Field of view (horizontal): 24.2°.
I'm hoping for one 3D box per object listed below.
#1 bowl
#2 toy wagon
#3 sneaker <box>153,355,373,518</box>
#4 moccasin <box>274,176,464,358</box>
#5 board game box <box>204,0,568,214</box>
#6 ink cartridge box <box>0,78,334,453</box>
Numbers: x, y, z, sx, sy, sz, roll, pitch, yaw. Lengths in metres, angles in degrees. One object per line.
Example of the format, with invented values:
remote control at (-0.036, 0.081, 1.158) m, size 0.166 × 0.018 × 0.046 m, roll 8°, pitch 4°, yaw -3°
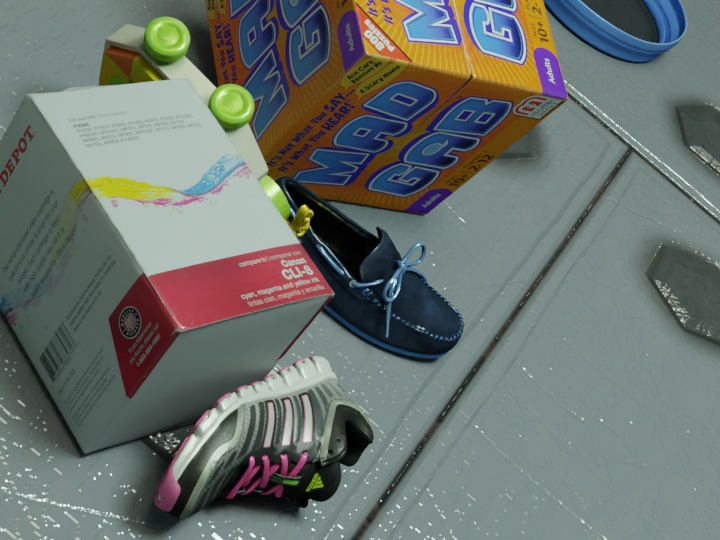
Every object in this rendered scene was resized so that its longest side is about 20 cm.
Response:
bowl at (0.274, -0.313, 1.880) m, size 0.200 × 0.039 × 0.201 m, roll 22°, pitch 41°, yaw -21°
toy wagon at (-0.117, -0.095, 1.249) m, size 0.040 × 0.155 × 0.200 m, roll -40°, pitch 81°, yaw -24°
sneaker at (-0.057, 0.125, 1.137) m, size 0.087 × 0.074 × 0.200 m, roll 42°, pitch 32°, yaw 14°
moccasin at (0.000, 0.000, 1.315) m, size 0.200 × 0.068 × 0.081 m, roll 30°, pitch 39°, yaw -13°
board game box at (0.015, -0.190, 1.382) m, size 0.200 × 0.200 × 0.200 m, roll 7°, pitch 59°, yaw -34°
ink cartridge box at (-0.150, -0.009, 1.136) m, size 0.145 × 0.145 × 0.200 m, roll -14°, pitch 63°, yaw -46°
